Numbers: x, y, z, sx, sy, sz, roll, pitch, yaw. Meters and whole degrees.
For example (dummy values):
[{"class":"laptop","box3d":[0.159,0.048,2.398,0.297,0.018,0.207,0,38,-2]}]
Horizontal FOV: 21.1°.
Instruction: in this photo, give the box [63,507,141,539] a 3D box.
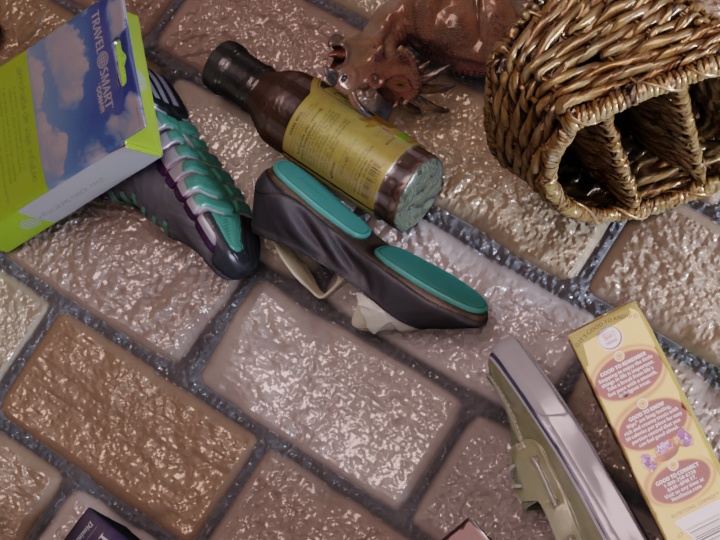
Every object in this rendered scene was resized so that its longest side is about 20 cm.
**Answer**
[{"class":"box","box3d":[-0.185,0.288,1.316,0.141,0.079,0.201,34,83,19]}]

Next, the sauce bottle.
[{"class":"sauce bottle","box3d":[-0.032,-0.105,1.413,0.199,0.065,0.065,35,83,21]}]

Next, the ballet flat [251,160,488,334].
[{"class":"ballet flat","box3d":[0.000,0.000,1.375,0.199,0.073,0.073,35,83,16]}]

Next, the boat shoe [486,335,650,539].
[{"class":"boat shoe","box3d":[0.132,0.137,1.286,0.062,0.072,0.201,-32,69,3]}]

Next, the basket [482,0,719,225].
[{"class":"basket","box3d":[0.178,-0.096,1.281,0.149,0.200,0.143,38,83,22]}]

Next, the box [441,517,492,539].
[{"class":"box","box3d":[0.025,0.258,1.258,0.200,0.100,0.075,-41,67,-2]}]

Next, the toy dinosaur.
[{"class":"toy dinosaur","box3d":[0.074,-0.172,1.401,0.198,0.086,0.137,1,78,1]}]

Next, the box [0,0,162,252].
[{"class":"box","box3d":[-0.223,-0.110,1.434,0.199,0.047,0.123,-27,65,32]}]

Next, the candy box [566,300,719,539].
[{"class":"candy box","box3d":[0.204,0.130,1.244,0.056,0.117,0.201,-27,68,4]}]

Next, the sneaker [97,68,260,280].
[{"class":"sneaker","box3d":[-0.146,-0.056,1.436,0.087,0.074,0.201,-41,59,18]}]
